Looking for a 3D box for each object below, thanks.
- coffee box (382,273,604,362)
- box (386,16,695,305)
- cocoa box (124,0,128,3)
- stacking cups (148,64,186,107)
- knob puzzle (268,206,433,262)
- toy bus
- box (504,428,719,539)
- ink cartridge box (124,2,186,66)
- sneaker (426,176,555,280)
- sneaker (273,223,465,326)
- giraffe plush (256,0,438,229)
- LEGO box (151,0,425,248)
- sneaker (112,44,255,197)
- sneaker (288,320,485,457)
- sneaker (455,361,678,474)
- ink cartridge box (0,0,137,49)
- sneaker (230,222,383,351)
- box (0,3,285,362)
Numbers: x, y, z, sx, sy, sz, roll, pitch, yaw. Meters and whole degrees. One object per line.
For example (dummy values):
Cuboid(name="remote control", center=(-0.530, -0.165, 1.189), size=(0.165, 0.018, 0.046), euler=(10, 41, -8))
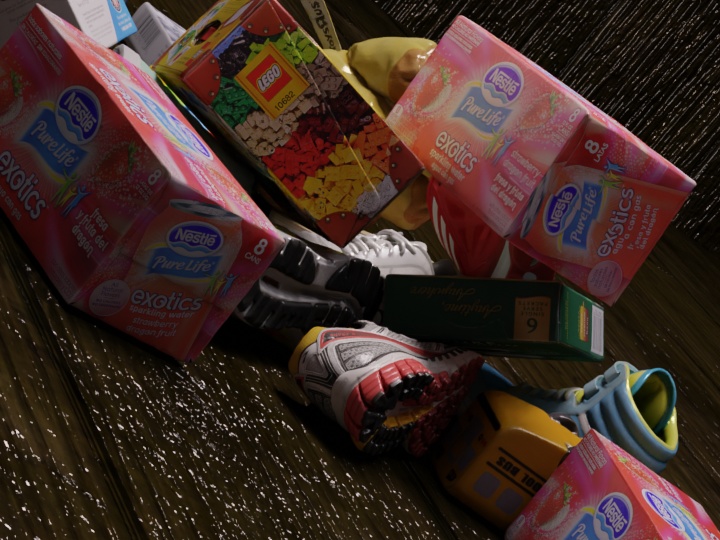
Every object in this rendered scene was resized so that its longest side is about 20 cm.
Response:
Cuboid(name="coffee box", center=(0.094, 0.033, 1.714), size=(0.122, 0.044, 0.200), euler=(3, -4, 15))
Cuboid(name="box", center=(0.110, -0.074, 1.622), size=(0.102, 0.095, 0.200), euler=(30, 8, -30))
Cuboid(name="cocoa box", center=(-0.246, -0.288, 1.902), size=(0.200, 0.133, 0.131), euler=(41, -18, 7))
Cuboid(name="stacking cups", center=(-0.118, -0.085, 1.804), size=(0.060, 0.061, 0.200), euler=(34, 13, -29))
Cuboid(name="knob puzzle", center=(0.007, -0.002, 1.957), size=(0.218, 0.031, 0.220), euler=(25, 7, -3))
Cuboid(name="toy bus", center=(0.148, 0.156, 1.648), size=(0.200, 0.078, 0.065), euler=(36, 9, -21))
Cuboid(name="box", center=(0.171, 0.193, 1.522), size=(0.099, 0.096, 0.200), euler=(35, 11, -20))
Cuboid(name="ink cartridge box", center=(-0.094, -0.125, 2.108), size=(0.200, 0.043, 0.198), euler=(35, 10, -30))
Cuboid(name="sneaker", center=(0.097, -0.060, 1.814), size=(0.078, 0.201, 0.116), euler=(-23, 58, -36))
Cuboid(name="sneaker", center=(0.000, 0.000, 1.799), size=(0.200, 0.081, 0.075), euler=(26, 18, -47))
Cuboid(name="giraffe plush", center=(-0.030, -0.108, 1.924), size=(0.200, 0.172, 0.162), euler=(52, 36, 6))
Cuboid(name="LEGO box", center=(-0.051, -0.101, 1.648), size=(0.149, 0.077, 0.200), euler=(47, -3, -11))
Cuboid(name="sneaker", center=(-0.132, -0.077, 1.674), size=(0.118, 0.074, 0.201), euler=(39, 6, -23))
Cuboid(name="sneaker", center=(0.018, 0.064, 1.591), size=(0.082, 0.078, 0.200), euler=(37, 6, 19))
Cuboid(name="sneaker", center=(0.151, 0.098, 1.768), size=(0.079, 0.131, 0.200), euler=(27, 15, -45))
Cuboid(name="ink cartridge box", center=(-0.237, -0.234, 1.736), size=(0.201, 0.067, 0.116), euler=(65, 14, -8))
Cuboid(name="sneaker", center=(-0.054, 0.005, 1.604), size=(0.090, 0.079, 0.200), euler=(26, -6, 29))
Cuboid(name="box", center=(-0.143, -0.051, 1.450), size=(0.102, 0.095, 0.200), euler=(31, 13, -43))
